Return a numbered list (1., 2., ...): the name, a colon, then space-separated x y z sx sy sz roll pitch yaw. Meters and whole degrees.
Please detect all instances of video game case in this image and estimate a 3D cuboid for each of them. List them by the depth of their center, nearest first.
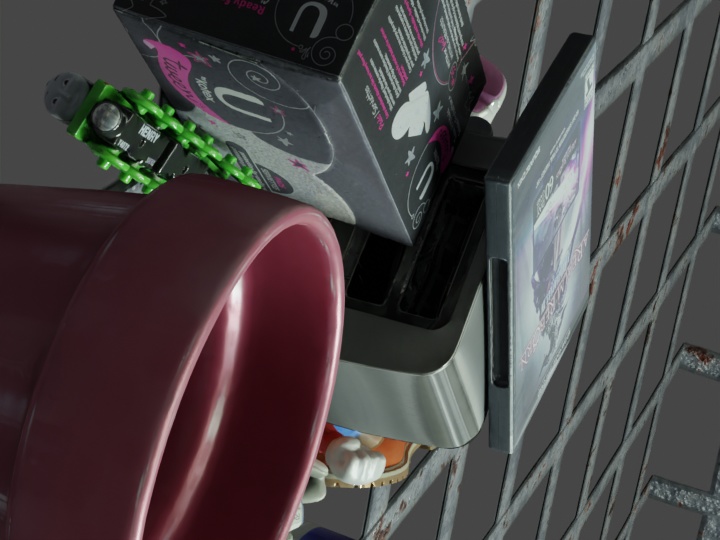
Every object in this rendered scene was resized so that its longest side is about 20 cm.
1. video game case: 0.103 -0.014 1.145 0.143 0.019 0.200 -57 152 -43

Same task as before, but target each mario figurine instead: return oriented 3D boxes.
1. mario figurine: -0.006 0.070 1.309 0.106 0.123 0.200 -47 169 -1

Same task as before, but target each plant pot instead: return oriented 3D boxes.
1. plant pot: -0.124 0.048 0.801 0.200 0.179 0.201 16 90 -73

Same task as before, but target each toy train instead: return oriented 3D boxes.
1. toy train: -0.101 -0.059 0.988 0.042 0.056 0.200 -57 163 -1

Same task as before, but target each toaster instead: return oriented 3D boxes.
1. toaster: 0.000 0.000 1.166 0.119 0.180 0.200 67 41 -61

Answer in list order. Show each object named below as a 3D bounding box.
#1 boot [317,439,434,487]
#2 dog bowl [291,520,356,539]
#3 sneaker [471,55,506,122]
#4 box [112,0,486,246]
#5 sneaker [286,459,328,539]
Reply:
1. boot: 0.009 0.096 1.497 0.200 0.075 0.108 -36 125 -63
2. dog bowl: -0.045 0.288 1.469 0.200 0.079 0.201 17 90 -73
3. sneaker: 0.026 -0.062 1.341 0.200 0.080 0.089 -48 164 -35
4. box: -0.026 -0.115 1.044 0.115 0.132 0.200 -65 161 -18
5. sneaker: -0.083 0.139 1.185 0.200 0.087 0.075 -43 147 -58
